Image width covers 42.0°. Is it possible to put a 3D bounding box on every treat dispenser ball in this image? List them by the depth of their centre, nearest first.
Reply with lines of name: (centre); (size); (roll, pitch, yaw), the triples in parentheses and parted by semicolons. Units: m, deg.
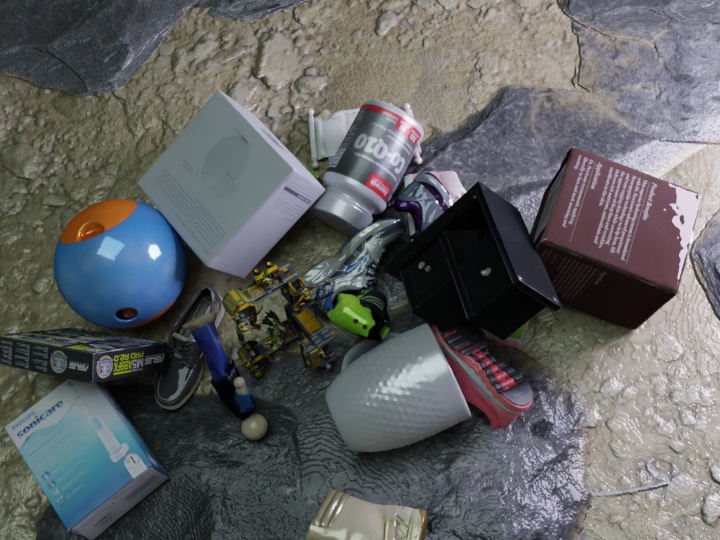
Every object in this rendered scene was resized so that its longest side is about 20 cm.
treat dispenser ball: (-0.370, -0.010, 1.451); (0.200, 0.201, 0.201); (-3, 63, 7)

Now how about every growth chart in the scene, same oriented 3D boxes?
growth chart: (0.004, -0.227, 1.607); (0.199, 0.018, 0.145); (-4, 64, 7)

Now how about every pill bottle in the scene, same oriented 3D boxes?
pill bottle: (0.010, -0.162, 1.510); (0.114, 0.114, 0.200); (24, 80, 19)

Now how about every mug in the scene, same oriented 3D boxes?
mug: (0.040, 0.163, 1.347); (0.175, 0.148, 0.200); (-25, 37, 0)

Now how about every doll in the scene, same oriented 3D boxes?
doll: (-0.194, 0.161, 1.378); (0.048, 0.136, 0.200); (-28, 96, -26)

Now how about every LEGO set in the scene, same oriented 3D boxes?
LEGO set: (-0.110, 0.093, 1.373); (0.154, 0.200, 0.116); (-26, 53, -24)

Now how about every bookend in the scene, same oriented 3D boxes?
bookend: (0.145, 0.021, 1.286); (0.200, 0.092, 0.199); (-42, 38, 26)

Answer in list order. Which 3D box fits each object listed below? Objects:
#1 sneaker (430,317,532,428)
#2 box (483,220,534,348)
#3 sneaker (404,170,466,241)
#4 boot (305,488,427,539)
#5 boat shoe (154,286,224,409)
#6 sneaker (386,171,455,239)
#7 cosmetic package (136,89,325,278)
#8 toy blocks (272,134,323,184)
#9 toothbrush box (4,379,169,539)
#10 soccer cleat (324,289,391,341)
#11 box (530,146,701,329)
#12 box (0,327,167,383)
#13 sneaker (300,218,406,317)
sneaker: (0.158, 0.148, 1.360); (0.074, 0.087, 0.200); (-13, 50, -38)
box: (0.213, 0.008, 1.450); (0.144, 0.036, 0.200); (19, 67, 17)
sneaker: (0.130, -0.076, 1.479); (0.104, 0.075, 0.201); (-10, 58, 9)
boot: (-0.006, 0.402, 1.262); (0.155, 0.073, 0.200); (12, 64, 13)
boat shoe: (-0.270, 0.115, 1.449); (0.072, 0.065, 0.200); (17, 68, 15)
sneaker: (0.128, -0.049, 1.413); (0.087, 0.074, 0.200); (-39, 87, -6)
cosmetic package: (-0.202, -0.131, 1.465); (0.200, 0.123, 0.199); (-46, 67, 7)
toy blocks: (-0.172, -0.153, 1.565); (0.200, 0.100, 0.137); (41, 87, 25)
toothbrush box: (-0.403, 0.268, 1.381); (0.146, 0.085, 0.200); (-39, 65, -10)
soccer cleat: (0.012, 0.070, 1.368); (0.081, 0.200, 0.068); (34, 99, 14)
box: (0.354, -0.043, 1.359); (0.200, 0.164, 0.166); (22, 68, 4)
box: (-0.414, 0.123, 1.392); (0.199, 0.160, 0.044); (6, 95, 27)
sneaker: (0.000, 0.000, 1.472); (0.200, 0.077, 0.085); (-39, 74, -3)
